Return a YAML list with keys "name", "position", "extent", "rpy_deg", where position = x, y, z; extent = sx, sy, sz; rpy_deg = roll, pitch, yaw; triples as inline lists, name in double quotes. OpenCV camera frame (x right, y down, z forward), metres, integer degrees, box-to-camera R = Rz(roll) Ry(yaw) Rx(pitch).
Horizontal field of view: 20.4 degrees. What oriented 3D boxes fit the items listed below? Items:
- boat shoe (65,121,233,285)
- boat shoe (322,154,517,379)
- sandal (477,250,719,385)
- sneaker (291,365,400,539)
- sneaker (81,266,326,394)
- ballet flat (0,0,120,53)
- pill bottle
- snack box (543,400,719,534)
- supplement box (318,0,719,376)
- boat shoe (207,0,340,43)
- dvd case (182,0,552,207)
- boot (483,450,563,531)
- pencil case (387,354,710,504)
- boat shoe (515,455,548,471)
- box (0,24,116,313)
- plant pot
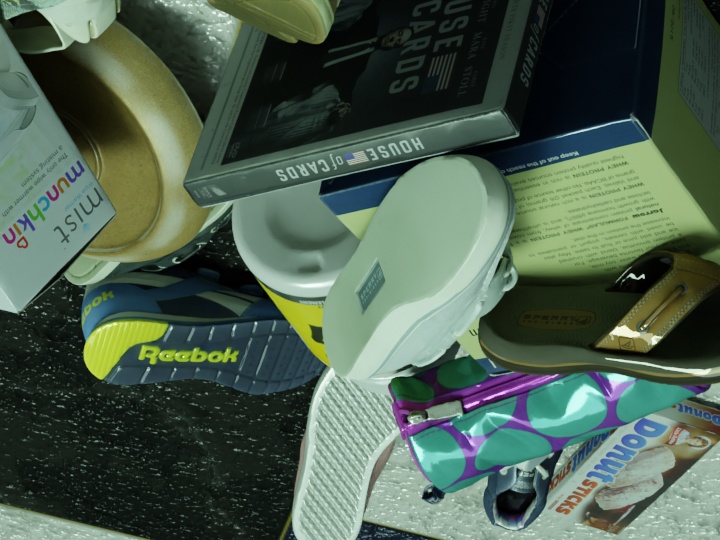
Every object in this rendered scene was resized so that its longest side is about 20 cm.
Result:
- name: "boat shoe"
  position: [-0.120, -0.043, 1.310]
  extent: [0.066, 0.075, 0.199]
  rpy_deg: [-5, 158, -45]
- name: "boat shoe"
  position: [0.044, -0.002, 1.077]
  extent: [0.071, 0.071, 0.201]
  rpy_deg: [-5, 155, -27]
- name: "sandal"
  position: [0.155, 0.017, 1.072]
  extent: [0.198, 0.082, 0.055]
  rpy_deg: [1, 125, 26]
- name: "sneaker"
  position: [-0.002, 0.106, 1.509]
  extent: [0.075, 0.105, 0.202]
  rpy_deg: [18, 118, -2]
- name: "sneaker"
  position: [-0.108, 0.036, 1.428]
  extent: [0.198, 0.083, 0.074]
  rpy_deg: [8, 124, -30]
- name: "ballet flat"
  position: [-0.174, -0.156, 1.100]
  extent: [0.199, 0.069, 0.071]
  rpy_deg: [-5, 122, 57]
- name: "pill bottle"
  position: [0.000, 0.000, 1.280]
  extent: [0.113, 0.115, 0.200]
  rpy_deg: [0, 156, 17]
- name: "snack box"
  position: [0.207, 0.149, 1.542]
  extent: [0.071, 0.024, 0.200]
  rpy_deg: [18, 147, -9]
- name: "supplement box"
  position: [0.118, -0.060, 1.142]
  extent: [0.198, 0.135, 0.200]
  rpy_deg: [-12, 141, 32]
- name: "boat shoe"
  position: [-0.040, -0.156, 1.015]
  extent: [0.073, 0.064, 0.201]
  rpy_deg: [25, -178, -3]
- name: "dvd case"
  position: [0.008, -0.112, 1.080]
  extent: [0.198, 0.151, 0.025]
  rpy_deg: [-12, 134, 31]
- name: "boot"
  position: [0.129, 0.111, 1.444]
  extent: [0.072, 0.091, 0.201]
  rpy_deg: [9, 148, 3]
- name: "pencil case"
  position: [0.117, 0.072, 1.254]
  extent: [0.199, 0.086, 0.092]
  rpy_deg: [-25, 162, 22]
- name: "boat shoe"
  position: [0.143, 0.044, 1.340]
  extent: [0.066, 0.070, 0.201]
  rpy_deg: [43, 125, 19]
- name: "box"
  position: [-0.267, -0.081, 1.170]
  extent: [0.199, 0.097, 0.177]
  rpy_deg: [10, 138, 45]
- name: "plant pot"
  position: [-0.182, -0.081, 1.234]
  extent: [0.198, 0.028, 0.201]
  rpy_deg: [18, 135, 18]
